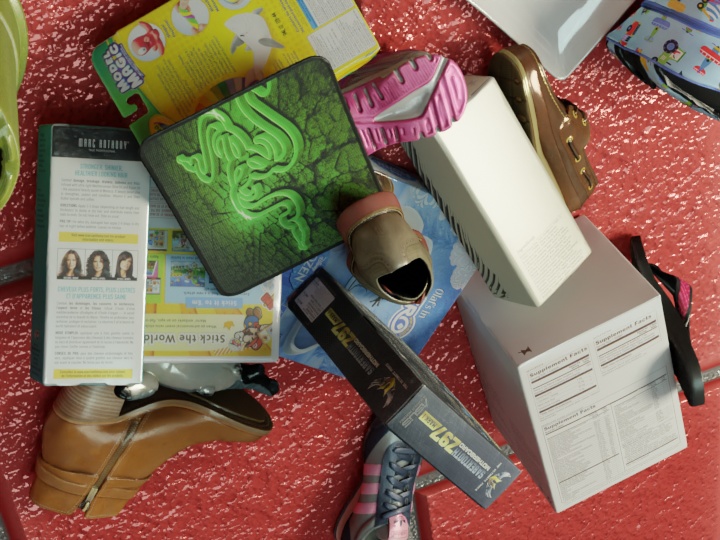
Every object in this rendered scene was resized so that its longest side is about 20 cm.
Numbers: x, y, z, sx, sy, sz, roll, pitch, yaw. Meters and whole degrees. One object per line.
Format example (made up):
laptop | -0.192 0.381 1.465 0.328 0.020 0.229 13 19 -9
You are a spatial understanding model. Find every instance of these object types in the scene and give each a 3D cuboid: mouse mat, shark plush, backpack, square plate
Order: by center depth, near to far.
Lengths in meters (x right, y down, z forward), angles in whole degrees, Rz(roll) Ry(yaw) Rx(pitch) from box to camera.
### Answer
mouse mat | -0.070 -0.069 1.225 0.160 0.008 0.200 -27 138 -1
square plate | 0.173 -0.286 1.300 0.198 0.028 0.200 32 105 -38
backpack | 0.323 -0.197 1.341 0.199 0.183 0.135 17 105 -22
shark plush | -0.152 0.067 1.364 0.199 0.083 0.092 7 91 -36

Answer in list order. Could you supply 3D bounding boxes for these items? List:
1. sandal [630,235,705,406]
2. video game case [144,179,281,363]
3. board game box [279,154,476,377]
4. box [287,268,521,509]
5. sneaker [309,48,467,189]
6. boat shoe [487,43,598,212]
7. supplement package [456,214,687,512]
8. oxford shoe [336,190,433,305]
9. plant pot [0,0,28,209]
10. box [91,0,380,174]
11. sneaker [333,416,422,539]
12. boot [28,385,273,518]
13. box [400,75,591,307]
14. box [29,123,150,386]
sandal | 0.300 0.045 1.472 0.045 0.201 0.075 -18 136 1
video game case | -0.158 -0.015 1.283 0.199 0.023 0.183 1 93 -26
board game box | 0.000 0.000 1.403 0.198 0.043 0.201 20 112 -35
box | 0.035 0.100 1.330 0.051 0.200 0.158 -45 130 3
sneaker | -0.012 -0.128 1.283 0.199 0.088 0.082 -16 109 0
boat shoe | 0.165 -0.128 1.380 0.067 0.072 0.201 -33 135 -9
supplement package | 0.201 0.089 1.485 0.150 0.152 0.201 -25 129 -8
oxford shoe | 0.029 0.004 1.305 0.070 0.075 0.200 -30 159 5
plant pot | -0.315 -0.117 1.085 0.199 0.190 0.201 -12 125 -17
box | -0.098 -0.169 1.205 0.199 0.048 0.118 -30 91 -5
sneaker | 0.034 0.222 1.543 0.070 0.082 0.201 2 121 -25
boot | -0.192 0.165 1.402 0.199 0.077 0.156 13 114 -28
box | 0.116 -0.069 1.356 0.082 0.068 0.201 -43 118 -20
box | -0.212 -0.012 1.217 0.082 0.049 0.202 2 93 -26
